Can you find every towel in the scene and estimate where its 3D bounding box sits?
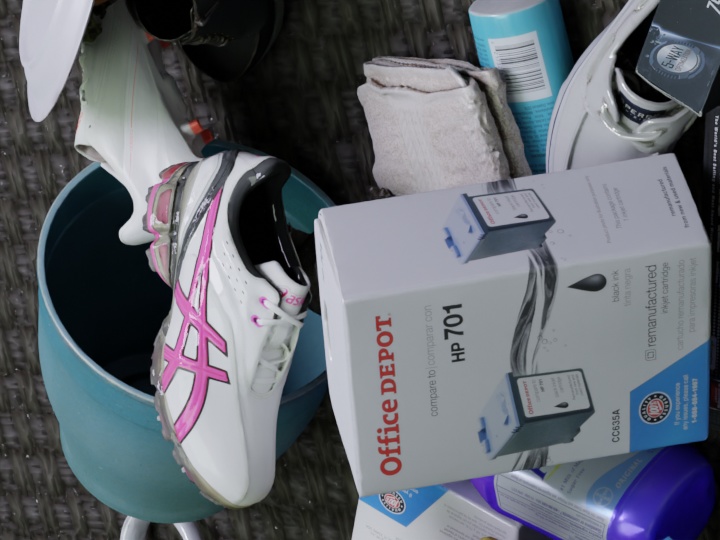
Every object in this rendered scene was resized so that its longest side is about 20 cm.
[{"bbox_3d":[0.063,-0.029,1.713,0.132,0.034,0.201,10,123,60],"label":"towel"}]

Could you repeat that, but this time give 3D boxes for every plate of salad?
[{"bbox_3d":[-0.153,-0.181,1.691,0.048,0.201,0.201,12,130,-16],"label":"plate of salad"}]

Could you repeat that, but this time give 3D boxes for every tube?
[{"bbox_3d":[0.108,-0.061,1.689,0.077,0.050,0.201,7,119,45],"label":"tube"}]

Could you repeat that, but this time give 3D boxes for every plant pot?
[{"bbox_3d":[-0.109,0.053,1.837,0.200,0.200,0.188,42,147,17],"label":"plant pot"}]

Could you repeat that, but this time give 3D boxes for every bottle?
[{"bbox_3d":[0.109,0.109,1.740,0.199,0.084,0.065,25,145,34],"label":"bottle"}]

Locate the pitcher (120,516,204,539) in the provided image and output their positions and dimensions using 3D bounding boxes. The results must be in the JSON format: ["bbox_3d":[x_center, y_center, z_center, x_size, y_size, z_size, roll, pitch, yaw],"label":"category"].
[{"bbox_3d":[-0.110,0.262,1.989,0.200,0.121,0.172,32,113,39],"label":"pitcher"}]

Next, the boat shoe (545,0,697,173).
[{"bbox_3d":[0.155,-0.100,1.595,0.072,0.066,0.200,31,123,-4],"label":"boat shoe"}]

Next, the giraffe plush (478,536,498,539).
[{"bbox_3d":[0.060,0.234,1.717,0.172,0.200,0.163,-18,89,9],"label":"giraffe plush"}]

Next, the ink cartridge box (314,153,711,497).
[{"bbox_3d":[0.083,0.030,1.603,0.086,0.199,0.147,-107,9,-50],"label":"ink cartridge box"}]

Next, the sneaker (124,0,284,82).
[{"bbox_3d":[-0.099,-0.155,1.738,0.075,0.106,0.200,26,150,12],"label":"sneaker"}]

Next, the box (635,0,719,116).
[{"bbox_3d":[0.221,-0.189,1.449,0.043,0.160,0.201,35,130,23],"label":"box"}]

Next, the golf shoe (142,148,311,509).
[{"bbox_3d":[-0.069,0.032,1.662,0.092,0.072,0.201,-10,84,42],"label":"golf shoe"}]

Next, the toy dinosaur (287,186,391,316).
[{"bbox_3d":[0.000,0.000,1.702,0.200,0.102,0.077,18,132,56],"label":"toy dinosaur"}]

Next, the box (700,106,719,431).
[{"bbox_3d":[0.259,0.008,1.592,0.160,0.044,0.201,19,122,33],"label":"box"}]

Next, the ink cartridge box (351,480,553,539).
[{"bbox_3d":[0.054,0.202,1.842,0.116,0.067,0.201,27,126,26],"label":"ink cartridge box"}]

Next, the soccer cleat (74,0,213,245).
[{"bbox_3d":[-0.145,-0.109,1.777,0.077,0.069,0.201,-27,67,6],"label":"soccer cleat"}]

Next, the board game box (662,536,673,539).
[{"bbox_3d":[0.225,0.273,1.628,0.196,0.056,0.201,31,143,52],"label":"board game box"}]
